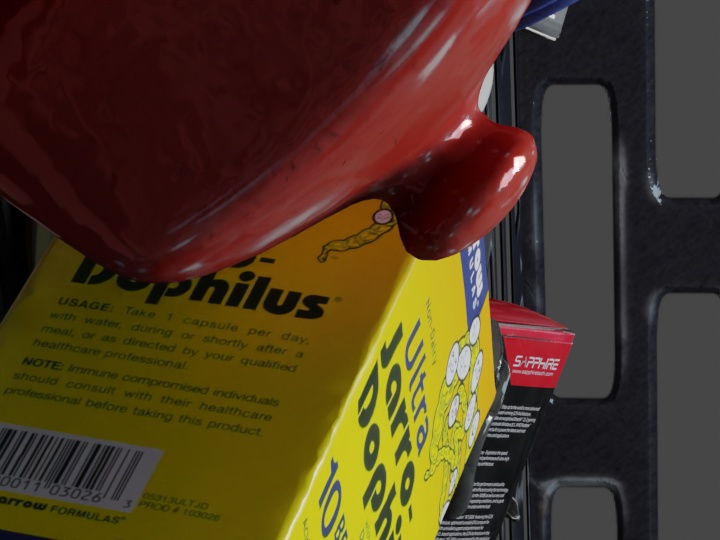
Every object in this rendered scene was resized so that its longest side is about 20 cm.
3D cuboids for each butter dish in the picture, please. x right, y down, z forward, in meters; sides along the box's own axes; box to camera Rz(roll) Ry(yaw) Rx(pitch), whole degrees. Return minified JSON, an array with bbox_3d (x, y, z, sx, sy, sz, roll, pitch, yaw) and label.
[{"bbox_3d":[-0.015,-0.066,0.742,0.148,0.200,0.200,46,15,-6],"label":"butter dish"}]

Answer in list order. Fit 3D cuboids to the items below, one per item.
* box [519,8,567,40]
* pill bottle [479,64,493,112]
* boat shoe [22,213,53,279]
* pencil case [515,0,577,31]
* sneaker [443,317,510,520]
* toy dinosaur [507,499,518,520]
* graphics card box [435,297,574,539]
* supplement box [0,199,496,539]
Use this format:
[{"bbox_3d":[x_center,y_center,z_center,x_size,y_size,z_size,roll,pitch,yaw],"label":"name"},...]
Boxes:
[{"bbox_3d":[0.038,-0.191,1.169,0.200,0.044,0.161,13,93,-57],"label":"box"},{"bbox_3d":[0.002,-0.110,1.322,0.201,0.114,0.115,83,10,-45],"label":"pill bottle"},{"bbox_3d":[-0.071,-0.038,0.929,0.073,0.063,0.202,-76,165,-62],"label":"boat shoe"},{"bbox_3d":[0.029,-0.169,0.862,0.201,0.087,0.078,66,-10,-14],"label":"pencil case"},{"bbox_3d":[0.000,0.000,0.971,0.071,0.099,0.201,-100,-171,-69],"label":"sneaker"},{"bbox_3d":[-0.018,0.068,1.225,0.136,0.102,0.201,26,-45,56],"label":"toy dinosaur"},{"bbox_3d":[-0.002,0.103,1.097,0.125,0.051,0.201,6,106,-56],"label":"graphics card box"},{"bbox_3d":[-0.042,0.055,0.825,0.200,0.109,0.109,-64,156,-45],"label":"supplement box"}]
